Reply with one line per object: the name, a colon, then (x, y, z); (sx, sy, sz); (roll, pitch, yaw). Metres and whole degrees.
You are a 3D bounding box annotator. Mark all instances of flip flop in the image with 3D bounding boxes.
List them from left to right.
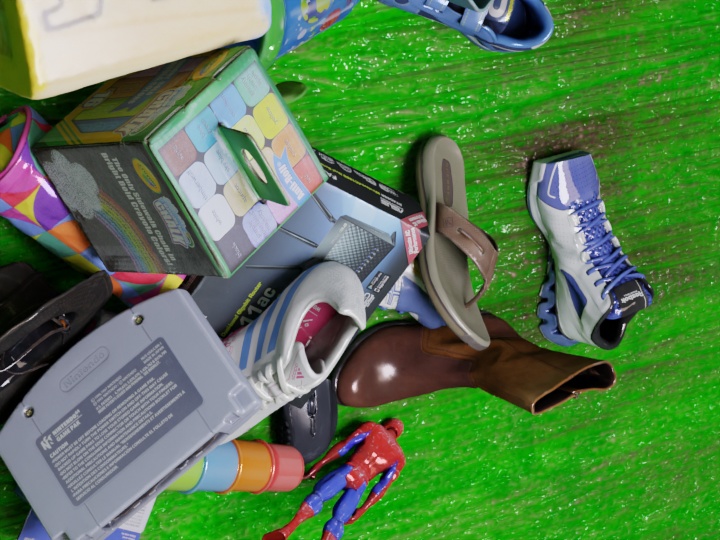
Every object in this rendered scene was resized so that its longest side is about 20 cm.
flip flop: (0.091, -0.029, 1.707); (0.081, 0.057, 0.202); (31, 49, -54)

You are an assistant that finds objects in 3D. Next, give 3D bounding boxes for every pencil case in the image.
pencil case: (-0.220, -0.048, 1.521); (0.200, 0.088, 0.089); (40, 80, -39)

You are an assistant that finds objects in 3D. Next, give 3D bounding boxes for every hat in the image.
hat: (-0.285, 0.050, 1.490); (0.081, 0.201, 0.201); (44, 73, 6)

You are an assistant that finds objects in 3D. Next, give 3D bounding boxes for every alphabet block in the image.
alphabet block: (-0.204, -0.252, 1.400); (0.199, 0.195, 0.198); (-21, 113, -31)

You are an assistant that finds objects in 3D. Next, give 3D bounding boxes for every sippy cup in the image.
sippy cup: (-0.073, -0.231, 1.547); (0.130, 0.140, 0.178); (-26, 157, -39)

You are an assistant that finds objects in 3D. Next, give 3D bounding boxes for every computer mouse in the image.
computer mouse: (-0.042, 0.090, 1.687); (0.058, 0.034, 0.202); (-9, 124, -20)

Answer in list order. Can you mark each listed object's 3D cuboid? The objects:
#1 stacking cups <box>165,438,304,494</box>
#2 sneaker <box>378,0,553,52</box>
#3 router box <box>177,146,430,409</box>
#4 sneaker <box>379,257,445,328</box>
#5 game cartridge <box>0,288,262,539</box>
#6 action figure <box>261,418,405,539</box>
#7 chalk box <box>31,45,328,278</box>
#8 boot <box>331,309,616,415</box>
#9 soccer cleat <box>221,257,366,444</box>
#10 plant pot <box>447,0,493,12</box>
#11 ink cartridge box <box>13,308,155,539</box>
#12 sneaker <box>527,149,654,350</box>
stacking cups: (-0.134, 0.161, 1.622); (0.199, 0.060, 0.061); (11, 97, -47)
sneaker: (0.087, -0.243, 1.680); (0.199, 0.082, 0.075); (17, 95, -36)
router box: (-0.060, 0.000, 1.576); (0.149, 0.062, 0.201); (25, 113, -28)
sneaker: (0.000, 0.000, 1.708); (0.088, 0.075, 0.200); (-47, 122, 3)
game cartridge: (-0.187, 0.113, 1.519); (0.200, 0.134, 0.041); (-39, 157, 9)
action figure: (-0.015, 0.194, 1.731); (0.065, 0.052, 0.200); (47, 48, -3)
chalk box: (-0.119, -0.079, 1.418); (0.124, 0.199, 0.125); (-46, 120, -31)
boot: (0.096, 0.101, 1.715); (0.187, 0.199, 0.069); (-12, 111, -32)
soccer cleat: (-0.071, 0.077, 1.531); (0.070, 0.087, 0.200); (32, 109, -31)
plant pot: (0.041, -0.316, 1.550); (0.142, 0.199, 0.141); (-52, 126, -12)
ink cartridge box: (-0.210, 0.139, 1.607); (0.119, 0.042, 0.202); (20, 89, -40)
sneaker: (0.226, -0.011, 1.828); (0.080, 0.115, 0.201); (-20, 115, -30)
